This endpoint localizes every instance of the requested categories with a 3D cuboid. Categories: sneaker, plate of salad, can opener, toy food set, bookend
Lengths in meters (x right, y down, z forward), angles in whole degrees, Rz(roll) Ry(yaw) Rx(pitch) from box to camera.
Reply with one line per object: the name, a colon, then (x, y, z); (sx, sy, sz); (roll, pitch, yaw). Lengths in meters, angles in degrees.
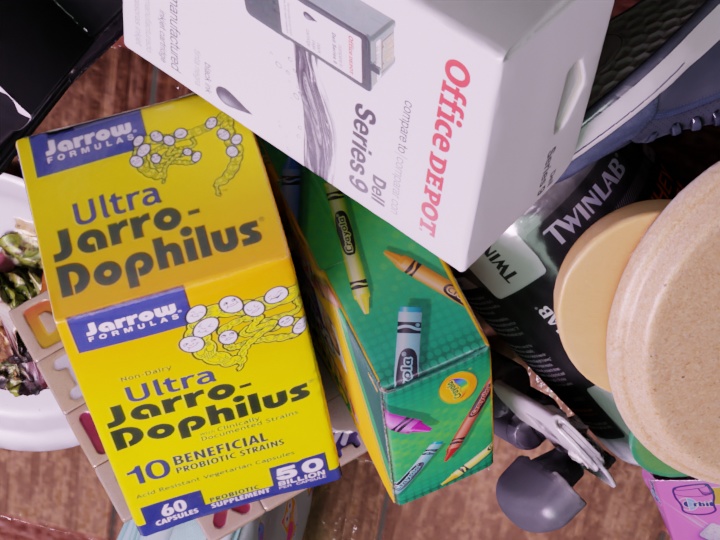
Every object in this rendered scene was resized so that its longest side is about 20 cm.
sneaker: (0.175, -0.069, 1.003); (0.202, 0.077, 0.146); (-37, 116, -8)
plate of salad: (-0.217, 0.031, 1.236); (0.199, 0.048, 0.201); (7, 125, 10)
can opener: (0.067, 0.081, 1.106); (0.067, 0.200, 0.053); (-47, 115, -8)
toy food set: (0.202, 0.020, 0.997); (0.200, 0.049, 0.198); (-36, 122, 4)
bookend: (-0.149, -0.132, 1.017); (0.092, 0.199, 0.200); (44, 122, -13)

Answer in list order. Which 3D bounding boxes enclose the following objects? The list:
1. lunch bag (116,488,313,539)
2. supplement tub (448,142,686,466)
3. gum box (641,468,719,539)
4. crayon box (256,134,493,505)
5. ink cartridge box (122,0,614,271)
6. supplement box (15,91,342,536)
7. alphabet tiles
lunch bag: (-0.084, 0.145, 1.175); (0.077, 0.201, 0.161); (11, 156, 12)
supplement tub: (0.116, -0.007, 1.076); (0.122, 0.123, 0.200); (-35, 109, 31)
gum box: (0.258, 0.121, 1.143); (0.199, 0.066, 0.114); (-6, 132, 19)
crayon box: (0.000, 0.000, 1.051); (0.058, 0.200, 0.119); (-22, 149, -9)
ink cartridge box: (-0.002, -0.115, 0.898); (0.200, 0.084, 0.146); (34, 149, 19)
supplement box: (-0.083, 0.023, 1.013); (0.108, 0.110, 0.200); (-16, 145, -3)
alphabet tiles: (-0.085, 0.035, 1.128); (0.166, 0.006, 0.200); (-30, 73, -7)
